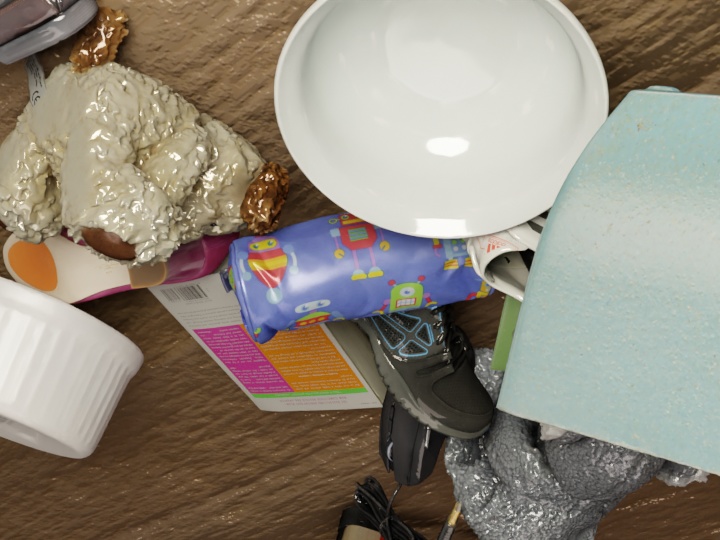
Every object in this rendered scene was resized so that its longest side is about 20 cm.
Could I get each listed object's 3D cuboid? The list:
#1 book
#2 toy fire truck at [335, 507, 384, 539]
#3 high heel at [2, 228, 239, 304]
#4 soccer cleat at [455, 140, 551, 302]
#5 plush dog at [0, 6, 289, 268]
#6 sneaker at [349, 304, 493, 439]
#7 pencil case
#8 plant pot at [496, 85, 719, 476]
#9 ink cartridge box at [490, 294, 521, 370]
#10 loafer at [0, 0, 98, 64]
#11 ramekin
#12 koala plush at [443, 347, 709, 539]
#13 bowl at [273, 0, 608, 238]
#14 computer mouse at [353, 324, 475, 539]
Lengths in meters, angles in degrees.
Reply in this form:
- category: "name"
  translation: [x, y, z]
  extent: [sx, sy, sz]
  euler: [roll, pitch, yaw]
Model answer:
- category: "book"
  translation: [-0.076, 0.052, 1.130]
  extent: [0.132, 0.048, 0.200]
  euler: [-9, 140, 24]
- category: "toy fire truck"
  translation: [0.062, 0.345, 1.463]
  extent: [0.198, 0.129, 0.177]
  euler: [16, 144, 4]
- category: "high heel"
  translation: [-0.195, -0.018, 1.060]
  extent: [0.199, 0.096, 0.068]
  euler: [-5, 103, 36]
- category: "soccer cleat"
  translation: [0.092, -0.035, 0.884]
  extent: [0.200, 0.085, 0.069]
  euler: [49, 131, 14]
- category: "plush dog"
  translation: [-0.141, -0.076, 0.916]
  extent: [0.199, 0.162, 0.171]
  euler: [10, 171, 46]
- category: "sneaker"
  translation: [0.046, 0.046, 1.031]
  extent: [0.082, 0.073, 0.200]
  euler: [-34, 102, 29]
- category: "pencil case"
  translation: [0.000, 0.000, 0.954]
  extent: [0.198, 0.078, 0.087]
  euler: [-12, 137, -8]
- category: "plant pot"
  translation: [0.221, -0.002, 0.778]
  extent: [0.195, 0.202, 0.195]
  euler: [1, -173, -45]
- category: "ink cartridge box"
  translation: [0.199, 0.032, 0.965]
  extent: [0.198, 0.060, 0.104]
  euler: [6, 143, 1]
- category: "loafer"
  translation: [-0.267, -0.159, 0.864]
  extent: [0.198, 0.072, 0.063]
  euler: [-17, 119, 20]
- category: "ramekin"
  translation: [-0.290, 0.081, 1.100]
  extent: [0.199, 0.098, 0.201]
  euler: [18, 162, 6]
- category: "koala plush"
  translation: [0.181, 0.146, 1.081]
  extent: [0.176, 0.185, 0.200]
  euler: [23, 149, -23]
- category: "bowl"
  translation: [0.051, -0.124, 0.817]
  extent: [0.199, 0.091, 0.202]
  euler: [4, 133, 5]
- category: "computer mouse"
  translation: [0.049, 0.151, 1.108]
  extent: [0.046, 0.141, 0.201]
  euler: [12, 112, -32]
